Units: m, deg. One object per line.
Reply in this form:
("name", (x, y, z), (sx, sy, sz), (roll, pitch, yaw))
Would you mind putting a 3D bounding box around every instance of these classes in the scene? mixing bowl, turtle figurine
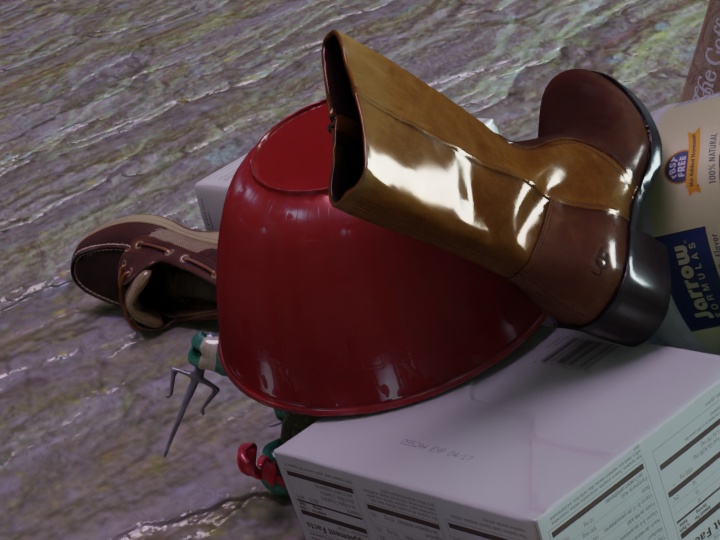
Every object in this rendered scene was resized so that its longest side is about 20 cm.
("mixing bowl", (0.001, -0.025, 1.227), (0.200, 0.109, 0.200), (-14, 33, 9))
("turtle figurine", (-0.016, 0.066, 1.375), (0.200, 0.150, 0.101), (-50, 47, 10))

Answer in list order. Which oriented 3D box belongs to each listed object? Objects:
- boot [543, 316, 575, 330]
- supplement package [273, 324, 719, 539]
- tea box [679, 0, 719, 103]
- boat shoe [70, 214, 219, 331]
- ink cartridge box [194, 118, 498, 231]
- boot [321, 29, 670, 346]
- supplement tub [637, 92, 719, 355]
("boot", (0.111, 0.011, 1.487), (0.200, 0.069, 0.174), (10, 29, 45))
("supplement package", (0.087, 0.115, 1.160), (0.156, 0.111, 0.200), (-32, 25, -31))
("tea box", (0.310, -0.153, 1.351), (0.196, 0.200, 0.134), (18, 5, 12))
("boat shoe", (-0.151, 0.007, 1.692), (0.200, 0.072, 0.072), (7, 31, 37))
("ink cartridge box", (-0.003, -0.052, 1.695), (0.146, 0.085, 0.200), (-33, 27, -33))
("boot", (0.058, -0.065, 1.156), (0.068, 0.200, 0.189), (-39, 37, 41))
("supplement tub", (0.226, -0.031, 1.242), (0.200, 0.145, 0.145), (-13, 20, 32))
